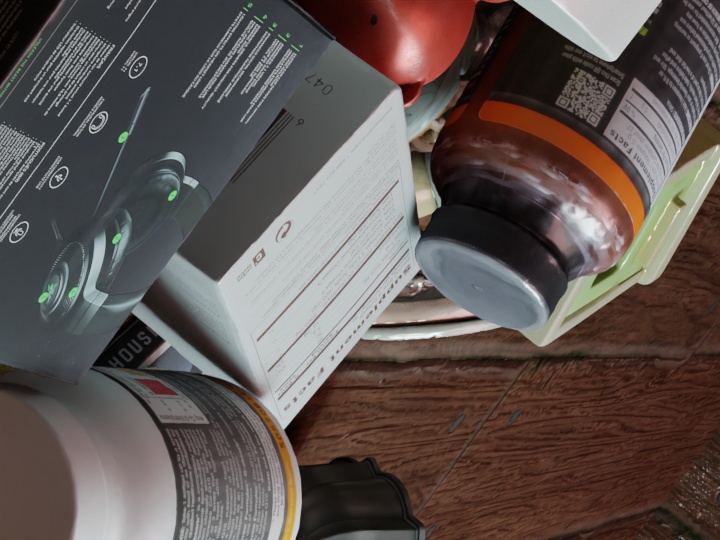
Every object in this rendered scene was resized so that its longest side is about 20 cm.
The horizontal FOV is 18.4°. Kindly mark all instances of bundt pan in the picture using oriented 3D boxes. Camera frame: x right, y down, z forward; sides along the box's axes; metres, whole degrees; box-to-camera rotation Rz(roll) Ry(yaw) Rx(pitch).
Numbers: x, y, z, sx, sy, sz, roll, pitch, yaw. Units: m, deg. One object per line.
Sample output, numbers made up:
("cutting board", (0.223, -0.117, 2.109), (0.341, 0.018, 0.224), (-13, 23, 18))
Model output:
("bundt pan", (-0.039, 0.218, 1.453), (0.075, 0.202, 0.203), (9, 125, -32))

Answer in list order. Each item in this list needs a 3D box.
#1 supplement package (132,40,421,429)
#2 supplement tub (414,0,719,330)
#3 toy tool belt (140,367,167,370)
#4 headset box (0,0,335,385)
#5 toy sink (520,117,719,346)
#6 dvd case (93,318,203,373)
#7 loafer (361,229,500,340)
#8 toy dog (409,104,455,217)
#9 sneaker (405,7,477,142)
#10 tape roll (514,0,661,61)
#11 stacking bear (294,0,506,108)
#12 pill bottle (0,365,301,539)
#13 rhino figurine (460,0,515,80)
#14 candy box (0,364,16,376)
("supplement package", (-0.054, -0.032, 1.001), (0.117, 0.117, 0.200), (-48, 163, -14))
("supplement tub", (0.101, -0.072, 1.053), (0.201, 0.106, 0.107), (-59, 166, -20))
("toy tool belt", (-0.139, 0.153, 1.096), (0.199, 0.123, 0.125), (-35, 158, -11))
("headset box", (-0.117, -0.062, 0.801), (0.175, 0.093, 0.200), (-53, 159, 4))
("toy sink", (0.162, -0.056, 1.495), (0.200, 0.112, 0.131), (-30, 153, -49))
("dvd case", (-0.099, 0.056, 1.218), (0.200, 0.025, 0.151), (-44, 161, -23))
("loafer", (0.000, 0.000, 1.133), (0.072, 0.198, 0.063), (-124, -150, -69))
("toy dog", (0.075, -0.049, 1.214), (0.131, 0.097, 0.200), (-24, -179, 6))
("sneaker", (0.027, -0.150, 1.062), (0.201, 0.075, 0.092), (-59, 155, 0))
("tape roll", (0.056, -0.191, 0.812), (0.139, 0.202, 0.203), (-52, 163, 6))
("stacking bear", (0.053, -0.165, 0.964), (0.200, 0.121, 0.114), (-49, 167, 0))
("pill bottle", (-0.112, 0.097, 0.934), (0.117, 0.116, 0.200), (-54, 160, 9))
("rhino figurine", (0.074, -0.135, 1.201), (0.200, 0.060, 0.087), (-26, 167, -49))
("candy box", (-0.217, 0.073, 0.909), (0.117, 0.056, 0.200), (-57, 163, 15))
